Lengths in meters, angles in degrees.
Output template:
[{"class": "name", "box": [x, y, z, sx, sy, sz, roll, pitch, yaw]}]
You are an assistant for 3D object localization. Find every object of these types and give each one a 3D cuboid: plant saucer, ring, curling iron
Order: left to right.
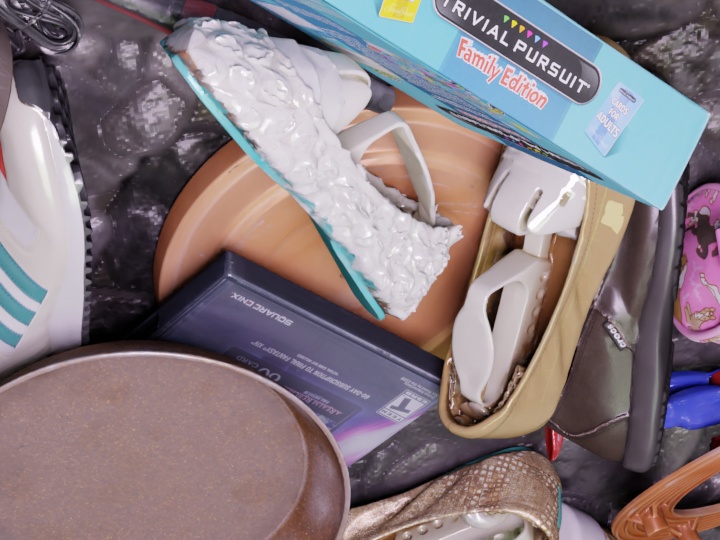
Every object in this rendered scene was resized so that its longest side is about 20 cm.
[{"class": "plant saucer", "box": [-0.104, 0.100, 1.026, 0.198, 0.035, 0.201, -4, 133, -4]}, {"class": "curling iron", "box": [-0.074, -0.099, 0.953, 0.198, 0.026, 0.050, 11, 131, -26]}, {"class": "plant saucer", "box": [0.000, 0.000, 1.066, 0.198, 0.032, 0.202, -10, 133, -10]}, {"class": "ring", "box": [0.230, 0.109, 1.194, 0.199, 0.019, 0.201, -21, 160, -8]}]

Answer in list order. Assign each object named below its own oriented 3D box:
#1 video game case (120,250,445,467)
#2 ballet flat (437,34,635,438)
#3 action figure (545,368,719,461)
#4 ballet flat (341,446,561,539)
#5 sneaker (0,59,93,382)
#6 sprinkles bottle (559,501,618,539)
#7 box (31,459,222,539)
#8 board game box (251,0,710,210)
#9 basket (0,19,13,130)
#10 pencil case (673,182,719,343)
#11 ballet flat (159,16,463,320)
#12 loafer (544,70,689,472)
[{"class": "video game case", "box": [-0.071, 0.074, 1.086, 0.142, 0.019, 0.200, 27, 131, -31]}, {"class": "ballet flat", "box": [0.080, -0.008, 1.010, 0.063, 0.068, 0.202, -13, 123, -45]}, {"class": "action figure", "box": [0.187, 0.069, 1.171, 0.198, 0.065, 0.052, -7, 108, -11]}, {"class": "ballet flat", "box": [0.018, 0.157, 1.194, 0.199, 0.066, 0.071, -25, 132, 5]}, {"class": "sneaker", "box": [-0.168, -0.007, 0.966, 0.092, 0.071, 0.201, -7, 143, -13]}, {"class": "sprinkles bottle", "box": [0.161, 0.195, 1.275, 0.199, 0.069, 0.068, 30, 117, -37]}, {"class": "box", "box": [-0.116, 0.156, 1.133, 0.199, 0.037, 0.144, 30, 131, -27]}, {"class": "board game box", "box": [0.024, -0.102, 0.894, 0.199, 0.151, 0.047, 27, 91, -36]}, {"class": "basket", "box": [-0.242, -0.093, 0.830, 0.179, 0.137, 0.199, -20, 146, 35]}, {"class": "pencil case", "box": [0.248, 0.007, 1.120, 0.198, 0.083, 0.087, 7, 130, -23]}, {"class": "ballet flat", "box": [-0.015, -0.055, 0.952, 0.071, 0.072, 0.200, -29, 137, 9]}, {"class": "loafer", "box": [0.117, 0.003, 1.058, 0.071, 0.073, 0.202, 6, 111, 9]}]
